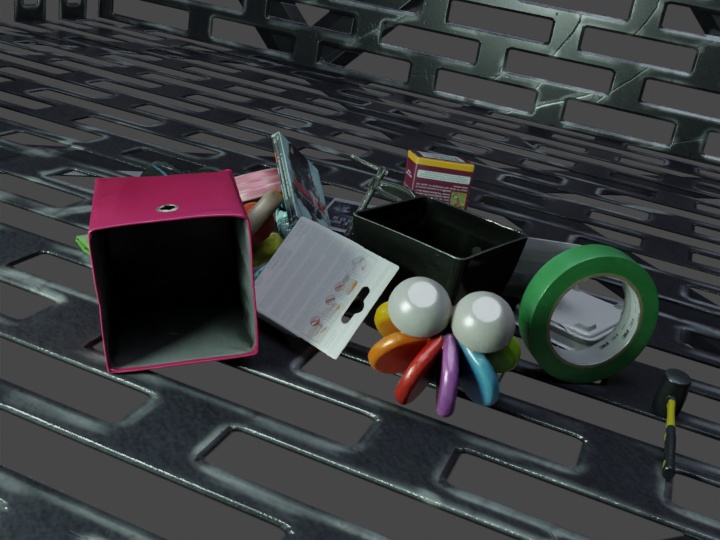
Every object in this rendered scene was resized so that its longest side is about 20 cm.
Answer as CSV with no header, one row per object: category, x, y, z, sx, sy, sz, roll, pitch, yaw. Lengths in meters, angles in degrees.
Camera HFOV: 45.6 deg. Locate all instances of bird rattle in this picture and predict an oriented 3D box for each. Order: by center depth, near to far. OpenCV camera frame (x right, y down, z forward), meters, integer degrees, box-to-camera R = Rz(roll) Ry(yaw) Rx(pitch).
bird rattle,-0.188,-0.060,1.354,0.112,0.164,0.200,40,17,4

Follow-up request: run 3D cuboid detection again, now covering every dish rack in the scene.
dish rack,0.362,0.074,1.441,0.171,0.044,0.199,27,28,35

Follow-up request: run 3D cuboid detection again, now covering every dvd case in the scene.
dvd case,-0.100,-0.133,1.533,0.146,0.022,0.202,41,31,-53
dvd case,-0.007,-0.097,1.721,0.148,0.025,0.200,13,22,8

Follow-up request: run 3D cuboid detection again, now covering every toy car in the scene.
toy car,0.106,0.114,1.114,0.197,0.176,0.151,13,56,6

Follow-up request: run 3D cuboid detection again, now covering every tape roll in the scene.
tape roll,0.329,0.064,1.238,0.198,0.203,0.048,4,21,-15

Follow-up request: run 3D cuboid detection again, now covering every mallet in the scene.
mallet,0.412,0.197,1.131,0.041,0.067,0.200,16,23,13

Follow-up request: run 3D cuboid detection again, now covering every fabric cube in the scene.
fabric cube,-0.247,-0.008,1.136,0.194,0.202,0.200,-6,25,-12

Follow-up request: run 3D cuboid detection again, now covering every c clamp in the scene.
c clamp,0.017,-0.091,1.522,0.169,0.202,0.027,21,-7,27

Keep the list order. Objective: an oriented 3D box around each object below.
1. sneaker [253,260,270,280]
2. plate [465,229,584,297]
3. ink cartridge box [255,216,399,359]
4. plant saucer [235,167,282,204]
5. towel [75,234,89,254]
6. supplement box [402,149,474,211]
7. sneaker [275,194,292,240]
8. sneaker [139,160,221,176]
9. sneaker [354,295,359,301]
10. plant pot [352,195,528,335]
sneaker,-0.122,0.006,1.381,0.090,0.079,0.199,5,12,35
plate,0.251,-0.001,1.449,0.197,0.200,0.033,7,65,-8
ink cartridge box,-0.055,0.028,1.234,0.199,0.161,0.047,28,-14,34
plant saucer,-0.205,-0.149,1.600,0.198,0.051,0.201,-14,2,1
towel,-0.351,-0.035,1.424,0.198,0.031,0.149,-10,27,-37
supplement box,0.129,-0.108,1.564,0.109,0.203,0.086,7,16,-10
sneaker,-0.117,-0.108,1.585,0.077,0.087,0.200,-18,21,4
sneaker,-0.345,-0.162,1.689,0.197,0.074,0.082,7,31,14
sneaker,0.000,0.000,1.392,0.074,0.084,0.199,33,36,27
plant pot,0.109,0.012,1.300,0.199,0.180,0.199,24,26,33
